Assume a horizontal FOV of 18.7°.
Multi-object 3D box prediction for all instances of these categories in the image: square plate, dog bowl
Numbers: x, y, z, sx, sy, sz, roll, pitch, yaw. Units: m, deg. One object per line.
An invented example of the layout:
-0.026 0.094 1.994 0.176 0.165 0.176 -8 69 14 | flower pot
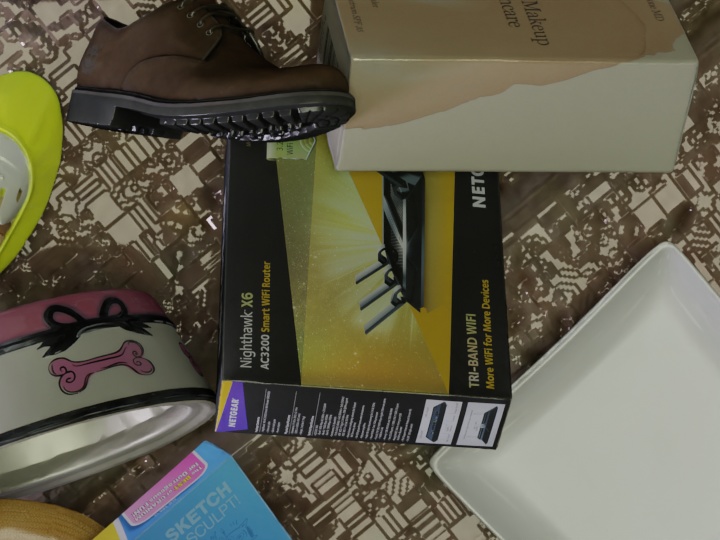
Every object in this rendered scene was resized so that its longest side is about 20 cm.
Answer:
0.176 0.118 1.324 0.198 0.028 0.200 -43 98 0 | square plate
-0.182 0.073 1.209 0.199 0.200 0.074 -18 78 -3 | dog bowl

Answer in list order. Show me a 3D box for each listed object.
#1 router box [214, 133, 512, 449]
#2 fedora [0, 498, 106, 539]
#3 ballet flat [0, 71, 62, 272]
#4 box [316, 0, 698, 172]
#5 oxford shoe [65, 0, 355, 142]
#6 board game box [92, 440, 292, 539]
0.000 0.000 1.222 0.156 0.052 0.201 3 52 -6 | router box
-0.201 0.217 1.272 0.199 0.082 0.202 -3 103 -11 | fedora
-0.227 -0.020 1.251 0.067 0.067 0.201 28 93 -6 | ballet flat
0.080 -0.111 1.237 0.199 0.095 0.078 -1 128 -12 | box
-0.084 -0.114 1.207 0.199 0.073 0.085 8 88 37 | oxford shoe
-0.114 0.218 1.225 0.200 0.040 0.153 -41 113 -16 | board game box
